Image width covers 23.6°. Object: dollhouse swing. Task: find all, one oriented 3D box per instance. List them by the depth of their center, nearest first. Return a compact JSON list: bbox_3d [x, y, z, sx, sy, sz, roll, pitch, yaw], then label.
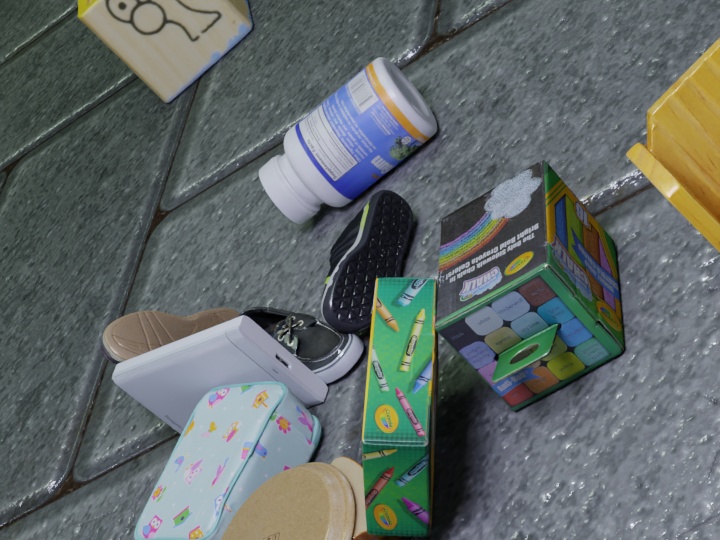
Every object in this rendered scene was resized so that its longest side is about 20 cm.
[{"bbox_3d":[0.349,-0.088,1.352,0.200,0.182,0.176,-45,17,10],"label":"dollhouse swing"}]

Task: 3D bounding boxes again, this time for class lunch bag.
[{"bbox_3d":[-0.133,0.206,1.725,0.160,0.077,0.201,-13,41,49],"label":"lunch bag"}]

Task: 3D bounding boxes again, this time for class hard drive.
[{"bbox_3d":[-0.149,0.117,1.805,0.199,0.132,0.027,-21,39,40],"label":"hard drive"}]

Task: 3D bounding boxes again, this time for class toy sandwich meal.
[{"bbox_3d":[-0.054,0.260,1.557,0.205,0.070,0.206,-35,35,29],"label":"toy sandwich meal"}]

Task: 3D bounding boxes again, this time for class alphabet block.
[{"bbox_3d":[-0.307,-0.419,2.692,0.195,0.200,0.197,-39,27,11],"label":"alphabet block"}]

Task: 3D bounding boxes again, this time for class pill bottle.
[{"bbox_3d":[-0.018,-0.145,2.006,0.200,0.112,0.112,-38,28,15],"label":"pill bottle"}]

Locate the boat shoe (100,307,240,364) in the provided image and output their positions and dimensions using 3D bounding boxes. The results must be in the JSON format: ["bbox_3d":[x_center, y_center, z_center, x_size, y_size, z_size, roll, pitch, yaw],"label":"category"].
[{"bbox_3d":[-0.210,0.085,1.919,0.065,0.199,0.072,-45,66,37],"label":"boat shoe"}]

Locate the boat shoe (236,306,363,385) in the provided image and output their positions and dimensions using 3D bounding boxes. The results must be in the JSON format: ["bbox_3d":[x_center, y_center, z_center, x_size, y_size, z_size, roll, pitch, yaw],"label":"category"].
[{"bbox_3d":[-0.071,0.076,1.836,0.069,0.057,0.199,-55,28,-18],"label":"boat shoe"}]

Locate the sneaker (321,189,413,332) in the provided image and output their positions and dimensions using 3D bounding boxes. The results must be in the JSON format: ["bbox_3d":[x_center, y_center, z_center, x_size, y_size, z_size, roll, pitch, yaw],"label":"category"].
[{"bbox_3d":[0.000,0.000,1.846,0.083,0.072,0.201,-35,20,45],"label":"sneaker"}]

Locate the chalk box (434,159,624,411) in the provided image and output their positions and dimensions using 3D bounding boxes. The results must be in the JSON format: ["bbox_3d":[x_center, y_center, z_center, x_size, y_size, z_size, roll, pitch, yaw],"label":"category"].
[{"bbox_3d":[0.149,0.027,1.523,0.124,0.124,0.201,-29,32,27],"label":"chalk box"}]

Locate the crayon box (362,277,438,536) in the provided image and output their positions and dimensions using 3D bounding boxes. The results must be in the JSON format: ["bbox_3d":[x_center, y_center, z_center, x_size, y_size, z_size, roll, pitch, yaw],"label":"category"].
[{"bbox_3d":[0.037,0.116,1.504,0.058,0.119,0.201,1,43,4],"label":"crayon box"}]
